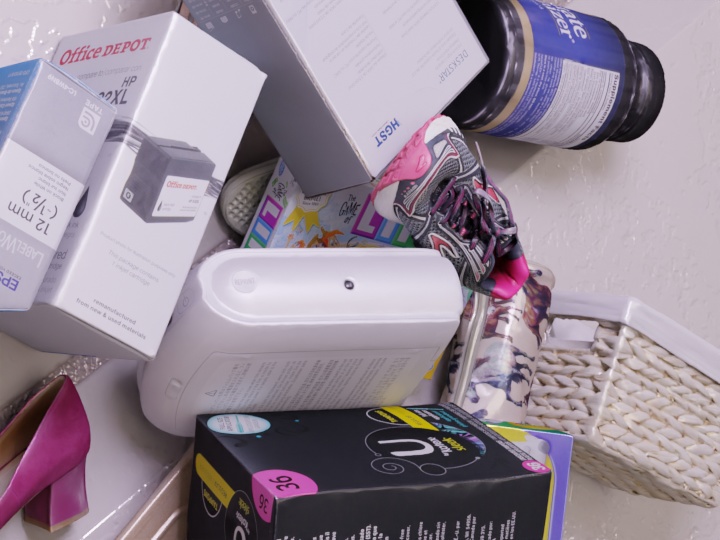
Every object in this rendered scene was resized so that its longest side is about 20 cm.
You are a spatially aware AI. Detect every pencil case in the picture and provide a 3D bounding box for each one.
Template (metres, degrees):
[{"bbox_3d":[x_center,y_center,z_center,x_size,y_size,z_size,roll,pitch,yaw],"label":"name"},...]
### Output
[{"bbox_3d":[0.099,0.085,1.332,0.089,0.077,0.202,32,69,-63],"label":"pencil case"}]

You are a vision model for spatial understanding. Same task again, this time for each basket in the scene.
[{"bbox_3d":[0.222,0.110,1.402,0.199,0.135,0.125,28,75,-37],"label":"basket"}]

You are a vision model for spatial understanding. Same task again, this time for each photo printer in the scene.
[{"bbox_3d":[-0.050,0.050,1.140,0.198,0.167,0.070,-1,58,-25],"label":"photo printer"}]

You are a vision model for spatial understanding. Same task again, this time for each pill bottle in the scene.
[{"bbox_3d":[0.151,-0.158,1.355,0.199,0.111,0.113,5,87,-40],"label":"pill bottle"}]

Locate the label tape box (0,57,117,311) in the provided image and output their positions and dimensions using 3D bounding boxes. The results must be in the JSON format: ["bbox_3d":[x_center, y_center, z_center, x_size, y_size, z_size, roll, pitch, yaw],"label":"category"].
[{"bbox_3d":[-0.240,-0.020,1.003,0.066,0.143,0.202,31,71,-35],"label":"label tape box"}]

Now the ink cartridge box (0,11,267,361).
[{"bbox_3d":[-0.162,-0.052,1.068,0.083,0.144,0.202,32,70,-35],"label":"ink cartridge box"}]

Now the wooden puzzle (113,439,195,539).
[{"bbox_3d":[-0.125,0.249,1.171,0.200,0.046,0.186,-53,122,-32],"label":"wooden puzzle"}]

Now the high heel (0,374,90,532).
[{"bbox_3d":[-0.246,0.136,1.043,0.199,0.067,0.097,-19,112,-44],"label":"high heel"}]

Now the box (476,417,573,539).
[{"bbox_3d":[0.054,0.166,1.255,0.198,0.048,0.119,7,86,-1],"label":"box"}]

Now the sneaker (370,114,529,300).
[{"bbox_3d":[0.070,-0.041,1.155,0.081,0.075,0.200,-50,154,-1],"label":"sneaker"}]

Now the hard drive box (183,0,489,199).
[{"bbox_3d":[-0.022,-0.178,1.134,0.156,0.076,0.201,-46,112,-37],"label":"hard drive box"}]

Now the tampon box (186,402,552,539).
[{"bbox_3d":[0.000,0.172,1.109,0.198,0.150,0.128,-1,105,-26],"label":"tampon box"}]

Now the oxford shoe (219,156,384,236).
[{"bbox_3d":[-0.018,-0.070,1.252,0.198,0.058,0.076,-16,131,-26],"label":"oxford shoe"}]

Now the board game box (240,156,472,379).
[{"bbox_3d":[0.000,0.000,1.243,0.199,0.034,0.135,14,107,-39],"label":"board game box"}]

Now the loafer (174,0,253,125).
[{"bbox_3d":[-0.094,-0.170,1.178,0.071,0.063,0.202,10,84,-40],"label":"loafer"}]
